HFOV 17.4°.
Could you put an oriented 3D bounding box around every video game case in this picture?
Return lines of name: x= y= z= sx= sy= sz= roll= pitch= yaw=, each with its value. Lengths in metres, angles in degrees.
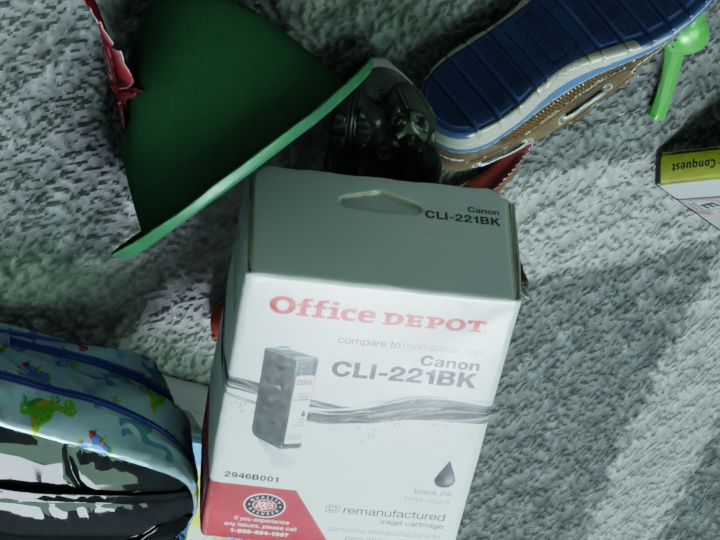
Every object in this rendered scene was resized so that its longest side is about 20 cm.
video game case: x=0.318 y=-0.045 z=1.557 sx=0.180 sy=0.026 sz=0.200 roll=-5 pitch=161 yaw=33

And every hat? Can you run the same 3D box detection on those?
hat: x=-0.105 y=-0.125 z=1.191 sx=0.166 sy=0.176 sz=0.200 roll=-41 pitch=-173 yaw=-29

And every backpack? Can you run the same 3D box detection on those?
backpack: x=-0.183 y=0.106 z=1.283 sx=0.199 sy=0.154 sz=0.164 roll=19 pitch=124 yaw=-14

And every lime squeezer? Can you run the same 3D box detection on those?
lime squeezer: x=0.218 y=-0.166 z=1.419 sx=0.070 sy=0.038 sz=0.201 roll=2 pitch=128 yaw=-43

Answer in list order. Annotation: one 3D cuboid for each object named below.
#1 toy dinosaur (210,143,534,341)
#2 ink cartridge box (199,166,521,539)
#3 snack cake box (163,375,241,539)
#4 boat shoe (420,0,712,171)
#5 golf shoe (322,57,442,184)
toy dinosaur: x=0.000 y=0.000 z=1.413 sx=0.180 sy=0.105 sz=0.202 roll=11 pitch=83 yaw=-29
ink cartridge box: x=-0.004 y=0.052 z=1.255 sx=0.143 sy=0.084 sz=0.201 roll=6 pitch=131 yaw=-7
snack cake box: x=-0.145 y=0.161 z=1.440 sx=0.200 sy=0.067 sz=0.115 roll=-51 pitch=144 yaw=17
boat shoe: x=0.117 y=-0.125 z=1.357 sx=0.199 sy=0.072 sz=0.072 roll=-29 pitch=158 yaw=-12
golf shoe: x=0.015 y=-0.024 z=1.320 sx=0.077 sy=0.095 sz=0.201 roll=3 pitch=117 yaw=-4
